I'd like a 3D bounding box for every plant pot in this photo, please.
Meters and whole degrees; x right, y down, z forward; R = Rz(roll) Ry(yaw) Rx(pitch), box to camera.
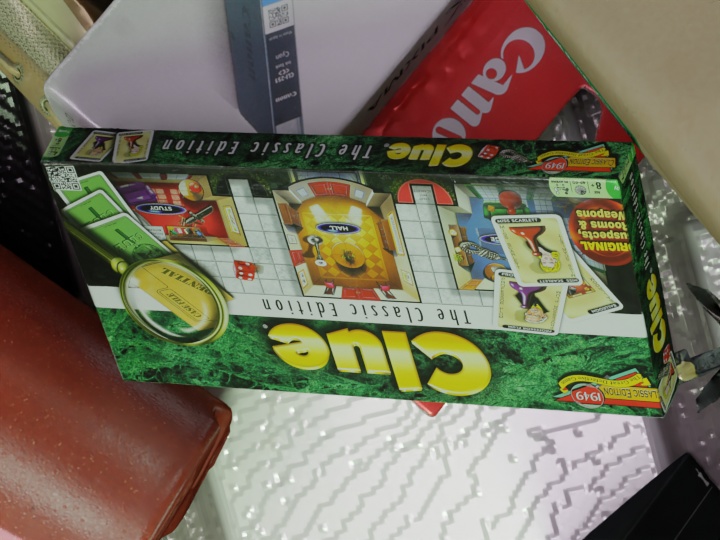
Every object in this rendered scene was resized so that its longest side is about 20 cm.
[{"bbox_3d":[-0.165,0.068,1.010,0.195,0.201,0.201,30,106,1],"label":"plant pot"}]

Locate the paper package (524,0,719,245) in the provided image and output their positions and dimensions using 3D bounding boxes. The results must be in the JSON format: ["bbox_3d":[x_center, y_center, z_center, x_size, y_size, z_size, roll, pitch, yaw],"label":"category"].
[{"bbox_3d":[0.164,-0.095,0.853,0.190,0.103,0.200,-39,59,7],"label":"paper package"}]

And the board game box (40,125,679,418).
[{"bbox_3d":[0.000,0.000,0.901,0.199,0.024,0.105,2,136,22],"label":"board game box"}]

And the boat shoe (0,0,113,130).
[{"bbox_3d":[-0.089,-0.060,1.024,0.201,0.073,0.063,48,121,3],"label":"boat shoe"}]

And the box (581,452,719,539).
[{"bbox_3d":[0.113,0.156,0.927,0.079,0.200,0.141,-39,86,18],"label":"box"}]

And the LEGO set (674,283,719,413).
[{"bbox_3d":[0.216,0.048,0.948,0.154,0.116,0.200,-41,89,-12],"label":"LEGO set"}]

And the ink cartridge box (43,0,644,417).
[{"bbox_3d":[0.019,-0.081,0.961,0.176,0.045,0.200,38,82,7],"label":"ink cartridge box"}]
